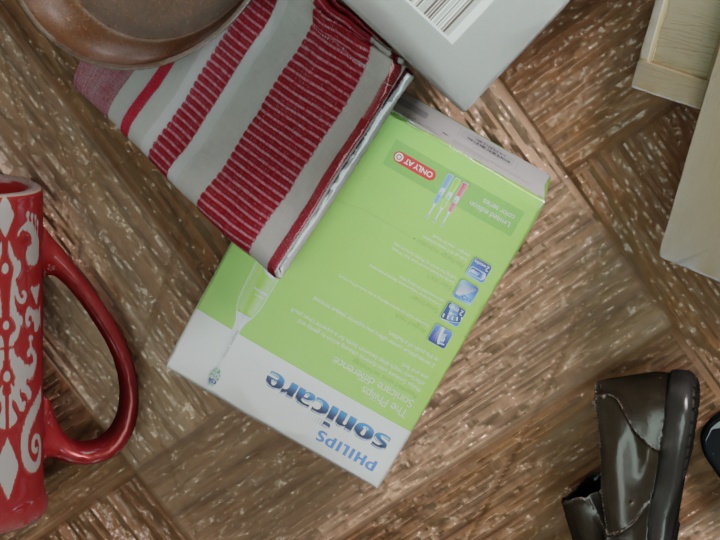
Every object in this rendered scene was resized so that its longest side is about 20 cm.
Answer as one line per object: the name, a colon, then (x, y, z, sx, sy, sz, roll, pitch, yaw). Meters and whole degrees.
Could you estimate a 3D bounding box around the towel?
towel: (-0.073, -0.110, 1.011, 0.200, 0.023, 0.144, 43, 109, 31)

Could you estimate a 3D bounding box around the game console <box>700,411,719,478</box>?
game console: (0.319, 0.144, 1.034, 0.171, 0.118, 0.200, -33, 98, 13)

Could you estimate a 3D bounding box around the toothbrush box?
toothbrush box: (0.000, 0.000, 1.051, 0.145, 0.086, 0.200, 29, 104, 1)

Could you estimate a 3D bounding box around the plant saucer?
plant saucer: (-0.117, -0.211, 1.007, 0.200, 0.034, 0.201, 0, 89, 28)

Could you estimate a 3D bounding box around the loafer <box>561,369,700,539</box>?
loafer: (0.157, 0.151, 1.087, 0.071, 0.073, 0.200, 11, 100, 14)

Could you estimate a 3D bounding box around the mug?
mug: (-0.236, 0.043, 1.091, 0.133, 0.177, 0.200, 13, 104, 41)

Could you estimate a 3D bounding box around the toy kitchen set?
toy kitchen set: (0.276, -0.068, 1.010, 0.200, 0.180, 0.163, 26, 107, 41)

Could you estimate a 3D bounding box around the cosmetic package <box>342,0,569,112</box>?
cosmetic package: (0.048, -0.160, 0.948, 0.107, 0.200, 0.090, 41, 107, -7)
